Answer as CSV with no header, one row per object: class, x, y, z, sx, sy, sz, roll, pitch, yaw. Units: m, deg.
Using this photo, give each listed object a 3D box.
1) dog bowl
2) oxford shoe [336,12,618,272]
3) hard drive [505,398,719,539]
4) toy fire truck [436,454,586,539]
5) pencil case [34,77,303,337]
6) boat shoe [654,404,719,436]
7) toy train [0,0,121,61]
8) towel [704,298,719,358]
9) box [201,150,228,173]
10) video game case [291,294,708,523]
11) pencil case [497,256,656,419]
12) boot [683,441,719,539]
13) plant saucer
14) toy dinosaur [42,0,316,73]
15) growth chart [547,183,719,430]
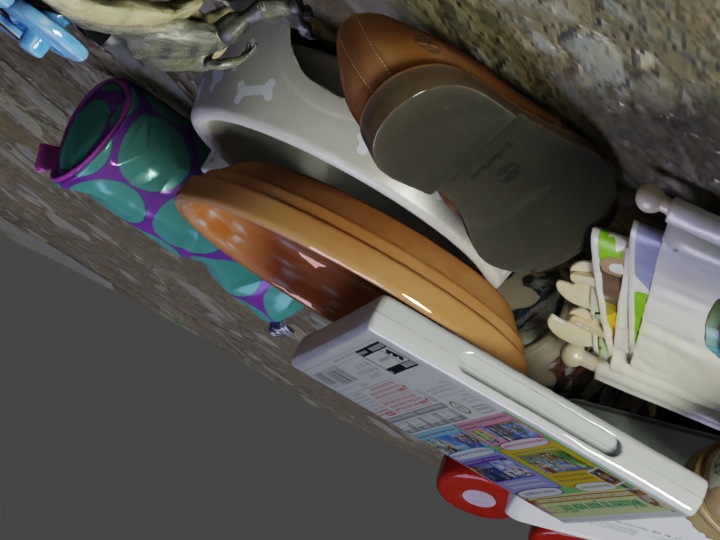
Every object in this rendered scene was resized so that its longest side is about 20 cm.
dog bowl,0.004,-0.056,1.052,0.199,0.059,0.200,29,170,5
oxford shoe,0.054,-0.059,0.926,0.200,0.071,0.072,37,-162,-54
hard drive,0.160,0.126,1.213,0.131,0.026,0.200,15,161,1
toy fire truck,0.153,0.112,1.438,0.199,0.113,0.168,32,147,-20
pencil case,-0.107,-0.042,1.382,0.200,0.086,0.092,35,140,-31
boat shoe,0.199,0.063,1.103,0.067,0.057,0.200,29,171,-1
toy train,-0.174,-0.165,0.927,0.114,0.087,0.200,30,173,38
towel,0.224,0.073,0.778,0.199,0.022,0.147,27,173,22
box,0.009,-0.027,1.277,0.144,0.037,0.200,35,171,-33
video game case,0.063,0.075,1.076,0.181,0.022,0.200,30,167,-7
pencil case,0.125,0.048,1.198,0.200,0.089,0.078,40,-166,-49
boot,0.259,0.113,0.972,0.174,0.067,0.200,25,155,-15
plant saucer,0.000,0.000,1.071,0.199,0.038,0.200,29,171,5
toy dinosaur,-0.075,-0.114,0.912,0.088,0.048,0.200,-17,171,17
growth chart,0.160,0.027,0.987,0.144,0.018,0.200,27,155,9
